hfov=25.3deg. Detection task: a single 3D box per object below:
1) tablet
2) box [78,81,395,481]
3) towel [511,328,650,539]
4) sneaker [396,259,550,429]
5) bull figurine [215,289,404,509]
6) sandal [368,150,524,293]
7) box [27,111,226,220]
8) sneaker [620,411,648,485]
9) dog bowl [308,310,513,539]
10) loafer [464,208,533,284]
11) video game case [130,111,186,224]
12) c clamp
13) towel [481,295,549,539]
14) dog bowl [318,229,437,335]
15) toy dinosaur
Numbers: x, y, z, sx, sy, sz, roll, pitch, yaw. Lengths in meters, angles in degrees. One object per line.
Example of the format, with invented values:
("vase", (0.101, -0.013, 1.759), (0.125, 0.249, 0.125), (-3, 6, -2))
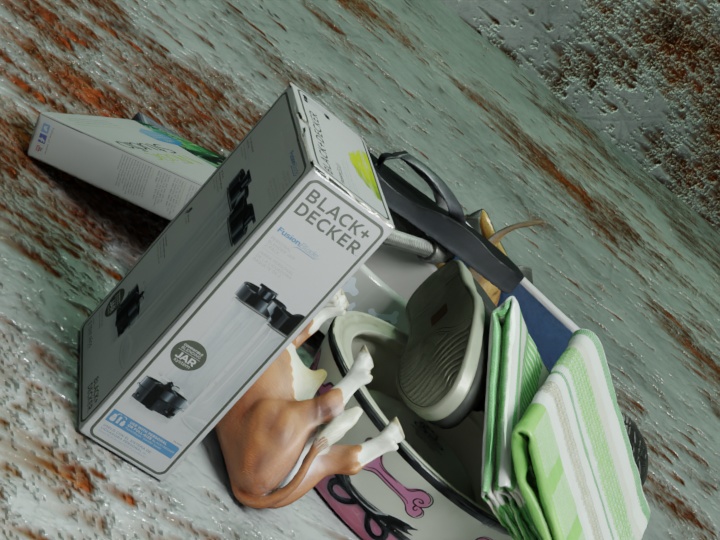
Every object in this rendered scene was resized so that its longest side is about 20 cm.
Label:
("tablet", (0.140, 0.042, 1.486), (0.200, 0.014, 0.131), (45, -27, 23))
("box", (-0.074, 0.005, 0.893), (0.060, 0.200, 0.117), (35, 17, -25))
("towel", (0.139, 0.134, 1.027), (0.200, 0.030, 0.151), (-37, 111, -65))
("sneaker", (0.087, 0.069, 1.087), (0.106, 0.075, 0.200), (45, 18, -13))
("bull figurine", (-0.057, 0.058, 0.991), (0.065, 0.120, 0.201), (68, -1, -52))
("sandal", (0.061, -0.056, 1.308), (0.199, 0.043, 0.076), (35, 12, -25))
("box", (-0.113, -0.060, 1.124), (0.199, 0.037, 0.144), (25, 12, 19))
("sneaker", (0.136, 0.132, 1.271), (0.199, 0.104, 0.061), (26, 63, -43))
("dog bowl", (0.033, 0.124, 1.085), (0.200, 0.074, 0.200), (39, 16, -13))
("loafer", (0.144, 0.021, 1.611), (0.201, 0.072, 0.073), (53, 18, 28))
("video game case", (-0.093, -0.041, 1.295), (0.199, 0.019, 0.143), (32, 20, -38))
("c clamp", (0.018, -0.042, 1.276), (0.171, 0.027, 0.199), (53, 17, 29))
("towel", (0.125, 0.130, 1.049), (0.200, 0.023, 0.154), (55, 31, -44))
("dog bowl", (0.000, 0.000, 1.281), (0.200, 0.059, 0.200), (40, 17, -15))
("toy dinosaur", (0.103, 0.009, 1.438), (0.201, 0.105, 0.061), (88, -7, -50))
